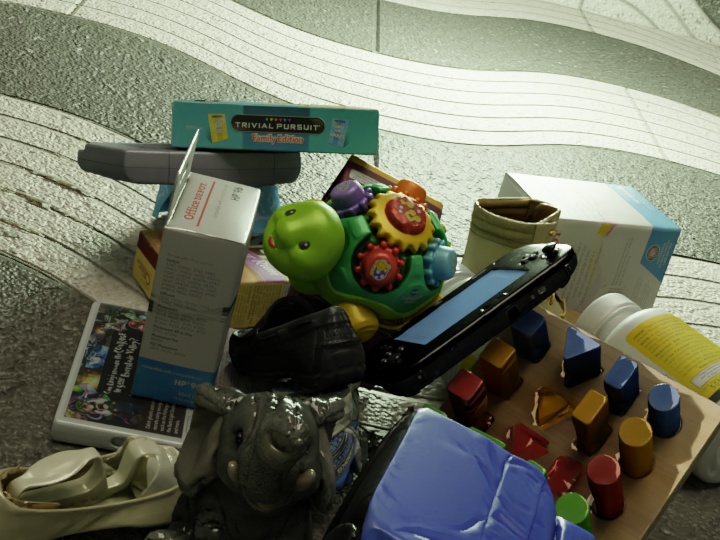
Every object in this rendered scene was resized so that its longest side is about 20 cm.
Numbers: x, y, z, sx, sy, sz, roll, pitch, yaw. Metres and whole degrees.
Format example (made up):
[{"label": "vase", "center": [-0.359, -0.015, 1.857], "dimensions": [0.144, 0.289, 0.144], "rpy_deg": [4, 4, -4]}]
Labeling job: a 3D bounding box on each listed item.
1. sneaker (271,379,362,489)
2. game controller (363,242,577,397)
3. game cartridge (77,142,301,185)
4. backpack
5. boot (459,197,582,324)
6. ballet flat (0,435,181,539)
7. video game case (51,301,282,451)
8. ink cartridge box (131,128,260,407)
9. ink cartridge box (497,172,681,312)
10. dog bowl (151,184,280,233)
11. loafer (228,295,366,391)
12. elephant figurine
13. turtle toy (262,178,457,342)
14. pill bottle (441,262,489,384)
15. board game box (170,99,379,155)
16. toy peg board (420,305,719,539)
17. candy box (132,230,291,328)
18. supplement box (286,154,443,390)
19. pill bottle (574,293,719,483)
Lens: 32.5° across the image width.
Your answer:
[{"label": "sneaker", "center": [-0.034, 0.133, 1.019], "dimensions": [0.077, 0.085, 0.200], "rpy_deg": [-9, 4, 5]}, {"label": "game controller", "center": [0.086, 0.036, 1.019], "dimensions": [0.200, 0.042, 0.104], "rpy_deg": [-34, 22, -18]}, {"label": "game cartridge", "center": [-0.168, -0.108, 1.248], "dimensions": [0.200, 0.041, 0.133], "rpy_deg": [-3, 7, -35]}, {"label": "backpack", "center": [0.037, 0.219, 0.729], "dimensions": [0.168, 0.200, 0.163], "rpy_deg": [31, 26, 9]}, {"label": "boot", "center": [0.193, 0.009, 1.289], "dimensions": [0.199, 0.156, 0.073], "rpy_deg": [13, 25, -5]}, {"label": "ballet flat", "center": [-0.181, 0.154, 0.892], "dimensions": [0.200, 0.070, 0.069], "rpy_deg": [-7, 33, -39]}, {"label": "video game case", "center": [-0.158, 0.099, 1.067], "dimensions": [0.181, 0.023, 0.200], "rpy_deg": [12, 26, -8]}, {"label": "ink cartridge box", "center": [-0.132, -0.002, 1.025], "dimensions": [0.068, 0.200, 0.116], "rpy_deg": [13, 26, -5]}, {"label": "ink cartridge box", "center": [0.235, -0.026, 1.416], "dimensions": [0.199, 0.129, 0.125], "rpy_deg": [6, 27, -21]}, {"label": "dog bowl", "center": [-0.153, -0.076, 1.317], "dimensions": [0.111, 0.050, 0.200], "rpy_deg": [-1, 9, -26]}, {"label": "loafer", "center": [-0.057, 0.055, 1.029], "dimensions": [0.068, 0.071, 0.200], "rpy_deg": [-9, 4, -28]}, {"label": "elephant figurine", "center": [-0.063, 0.133, 0.840], "dimensions": [0.141, 0.200, 0.155], "rpy_deg": [-11, 36, -43]}, {"label": "turtle toy", "center": [0.002, -0.020, 1.069], "dimensions": [0.200, 0.101, 0.146], "rpy_deg": [-5, 58, -34]}, {"label": "pill bottle", "center": [0.127, 0.074, 1.170], "dimensions": [0.112, 0.112, 0.200], "rpy_deg": [-2, 31, -33]}, {"label": "board game box", "center": [-0.086, -0.147, 1.257], "dimensions": [0.199, 0.047, 0.151], "rpy_deg": [2, 8, -5]}, {"label": "toy peg board", "center": [0.154, 0.124, 0.982], "dimensions": [0.200, 0.098, 0.199], "rpy_deg": [30, 69, 28]}, {"label": "candy box", "center": [-0.114, 0.006, 1.243], "dimensions": [0.200, 0.057, 0.117], "rpy_deg": [-1, 29, -33]}, {"label": "supplement box", "center": [0.000, 0.000, 1.186], "dimensions": [0.110, 0.086, 0.200], "rpy_deg": [27, 45, -10]}, {"label": "pill bottle", "center": [0.299, 0.106, 1.203], "dimensions": [0.111, 0.112, 0.200], "rpy_deg": [-5, 33, -36]}]
